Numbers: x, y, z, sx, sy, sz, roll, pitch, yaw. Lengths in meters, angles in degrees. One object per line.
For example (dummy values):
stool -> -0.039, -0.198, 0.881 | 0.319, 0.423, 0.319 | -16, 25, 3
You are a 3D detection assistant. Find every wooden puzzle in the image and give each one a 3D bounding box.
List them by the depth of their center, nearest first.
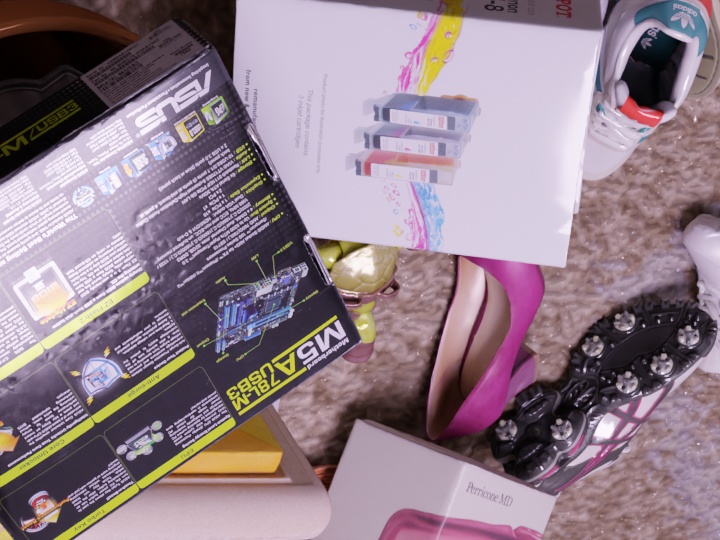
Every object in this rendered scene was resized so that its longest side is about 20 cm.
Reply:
wooden puzzle -> -0.128, 0.079, 0.969 | 0.185, 0.200, 0.037 | 5, 125, -33

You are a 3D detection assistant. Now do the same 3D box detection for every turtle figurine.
turtle figurine -> 0.000, 0.000, 1.058 | 0.200, 0.064, 0.161 | -24, 151, -32

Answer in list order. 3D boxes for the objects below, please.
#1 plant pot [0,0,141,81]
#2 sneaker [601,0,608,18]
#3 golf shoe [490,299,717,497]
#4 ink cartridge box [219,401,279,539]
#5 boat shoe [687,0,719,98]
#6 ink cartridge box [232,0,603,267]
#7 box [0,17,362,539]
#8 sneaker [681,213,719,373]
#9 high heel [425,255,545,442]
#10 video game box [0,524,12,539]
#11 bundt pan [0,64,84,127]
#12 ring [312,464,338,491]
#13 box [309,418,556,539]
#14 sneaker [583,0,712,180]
plant pot -> -0.194, -0.064, 0.884 | 0.200, 0.140, 0.200 | -14, 123, -23
sneaker -> 0.102, -0.196, 1.026 | 0.114, 0.075, 0.200 | 1, 116, -31
golf shoe -> 0.194, 0.099, 1.263 | 0.200, 0.077, 0.088 | -37, 140, 2
ink cartridge box -> -0.101, 0.152, 1.027 | 0.059, 0.200, 0.104 | 12, 118, 2
boat shoe -> 0.227, -0.201, 1.096 | 0.068, 0.075, 0.200 | -53, 149, -24
ink cartridge box -> 0.034, -0.104, 0.938 | 0.200, 0.145, 0.145 | 8, 117, 3
box -> -0.119, 0.014, 0.758 | 0.200, 0.048, 0.193 | -35, 131, -10
sneaker -> 0.297, 0.035, 1.279 | 0.099, 0.078, 0.200 | -44, 129, 3
high heel -> 0.079, 0.038, 1.149 | 0.096, 0.067, 0.200 | -34, 133, -23
video game box -> -0.265, 0.179, 0.977 | 0.200, 0.047, 0.182 | -29, 85, -12
bundt pan -> -0.142, 0.004, 0.817 | 0.202, 0.076, 0.202 | -14, 123, -23
ring -> -0.040, 0.240, 1.185 | 0.200, 0.019, 0.201 | -21, 118, -45
box -> 0.035, 0.226, 1.165 | 0.128, 0.109, 0.200 | 26, 84, -48
sneaker -> 0.171, -0.116, 1.065 | 0.070, 0.093, 0.200 | 20, 137, -6
